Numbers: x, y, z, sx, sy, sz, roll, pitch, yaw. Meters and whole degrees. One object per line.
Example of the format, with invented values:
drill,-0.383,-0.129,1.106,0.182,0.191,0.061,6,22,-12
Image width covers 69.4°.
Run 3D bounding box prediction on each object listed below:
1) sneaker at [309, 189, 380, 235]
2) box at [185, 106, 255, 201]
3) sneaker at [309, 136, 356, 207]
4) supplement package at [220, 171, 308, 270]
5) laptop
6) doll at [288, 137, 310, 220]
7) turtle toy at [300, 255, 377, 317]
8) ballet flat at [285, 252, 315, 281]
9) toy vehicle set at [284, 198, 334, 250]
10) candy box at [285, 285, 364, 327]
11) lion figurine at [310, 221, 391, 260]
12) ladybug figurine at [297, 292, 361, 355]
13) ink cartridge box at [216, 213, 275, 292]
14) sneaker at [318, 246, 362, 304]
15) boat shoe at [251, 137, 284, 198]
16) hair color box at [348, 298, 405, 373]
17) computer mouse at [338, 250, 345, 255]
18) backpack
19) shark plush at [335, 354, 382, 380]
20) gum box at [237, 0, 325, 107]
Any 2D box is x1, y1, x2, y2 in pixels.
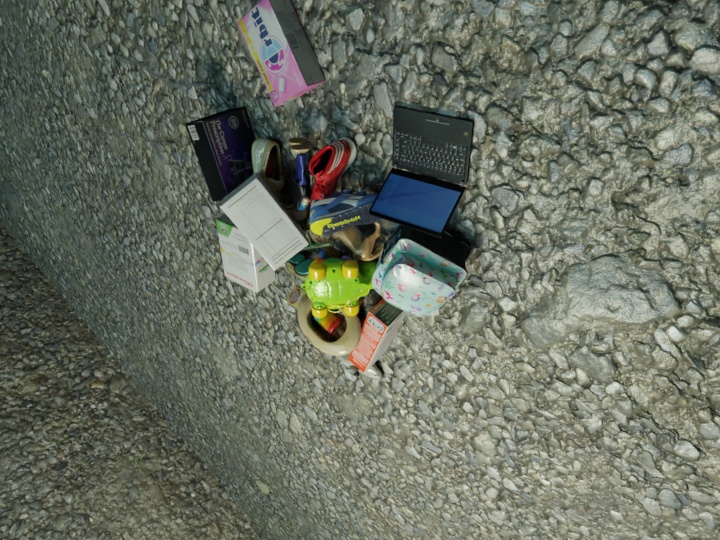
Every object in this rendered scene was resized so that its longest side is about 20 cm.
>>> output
sneaker,-0.019,-0.144,1.142,0.074,0.198,0.083,83,173,-57
box,-0.334,-0.294,1.318,0.078,0.141,0.201,5,120,36
sneaker,-0.091,-0.203,1.161,0.078,0.115,0.201,36,123,19
supplement package,-0.231,-0.120,1.264,0.200,0.113,0.110,53,-177,-21
laptop,0.112,-0.196,1.018,0.176,0.103,0.201,21,130,29
doll,-0.142,-0.209,1.233,0.137,0.048,0.201,-111,19,-51
turtle toy,-0.040,0.024,1.212,0.198,0.101,0.147,-3,125,-6
ballet flat,-0.147,-0.002,1.371,0.200,0.070,0.071,31,141,59
toy vehicle set,-0.116,-0.121,1.327,0.199,0.026,0.125,-7,112,44
candy box,-0.092,0.114,1.403,0.199,0.056,0.115,23,168,29
lion figurine,-0.018,-0.077,1.199,0.200,0.123,0.072,37,180,23
ladybug figurine,-0.073,0.126,1.280,0.136,0.072,0.200,-47,64,4
ink cartridge box,-0.332,-0.058,1.517,0.144,0.084,0.201,23,130,29
sneaker,-0.070,0.022,1.328,0.088,0.075,0.201,18,141,47
boat shoe,-0.229,-0.231,1.314,0.069,0.074,0.202,17,123,34
hair color box,0.045,0.156,1.309,0.064,0.111,0.201,38,135,15
computer mouse,0.000,0.000,1.302,0.199,0.034,0.059,23,131,29
backpack,0.119,0.006,1.111,0.177,0.151,0.200,27,145,-10
shark plush,-0.031,0.265,1.488,0.199,0.091,0.083,4,150,35
gum box,-0.172,-0.472,1.108,0.113,0.066,0.201,-12,109,43
